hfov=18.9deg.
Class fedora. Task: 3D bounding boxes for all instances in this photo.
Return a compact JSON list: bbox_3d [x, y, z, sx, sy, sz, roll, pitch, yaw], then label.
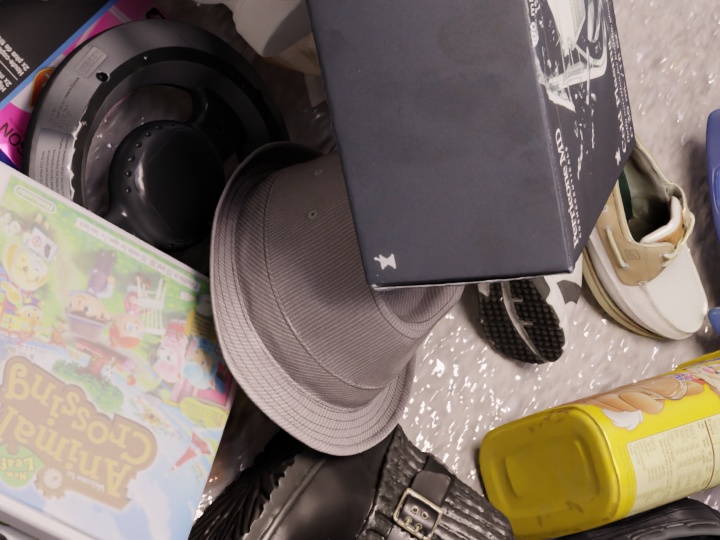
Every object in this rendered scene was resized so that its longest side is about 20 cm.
[{"bbox_3d":[0.000,0.000,1.268,0.177,0.090,0.200,44,37,-26],"label":"fedora"}]

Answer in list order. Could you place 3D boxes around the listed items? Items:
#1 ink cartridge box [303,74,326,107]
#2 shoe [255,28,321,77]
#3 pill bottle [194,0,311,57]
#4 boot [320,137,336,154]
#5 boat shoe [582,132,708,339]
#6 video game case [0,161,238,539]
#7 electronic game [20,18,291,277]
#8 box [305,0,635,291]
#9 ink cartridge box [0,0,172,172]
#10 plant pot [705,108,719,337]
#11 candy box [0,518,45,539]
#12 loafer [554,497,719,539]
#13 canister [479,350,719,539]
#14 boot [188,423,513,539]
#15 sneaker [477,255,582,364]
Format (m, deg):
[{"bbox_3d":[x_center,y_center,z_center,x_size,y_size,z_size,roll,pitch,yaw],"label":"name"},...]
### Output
[{"bbox_3d":[-0.006,-0.227,1.419,0.200,0.045,0.176,-37,125,-42],"label":"ink cartridge box"},{"bbox_3d":[0.013,-0.146,1.379,0.200,0.053,0.070,-4,100,-51],"label":"shoe"},{"bbox_3d":[-0.087,-0.228,1.257,0.200,0.116,0.116,49,55,5],"label":"pill bottle"},{"bbox_3d":[0.051,-0.088,1.401,0.200,0.090,0.073,-39,99,-35],"label":"boot"},{"bbox_3d":[0.187,-0.025,1.464,0.200,0.068,0.075,49,54,-31],"label":"boat shoe"},{"bbox_3d":[-0.163,0.054,1.186,0.200,0.022,0.182,30,60,-23],"label":"video game case"},{"bbox_3d":[-0.117,-0.050,1.295,0.200,0.042,0.200,2,88,-42],"label":"electronic game"},{"bbox_3d":[0.064,-0.121,1.194,0.197,0.124,0.200,-53,135,-60],"label":"box"},{"bbox_3d":[-0.197,-0.112,1.281,0.095,0.037,0.200,48,58,-12],"label":"ink cartridge box"},{"bbox_3d":[0.364,-0.014,1.509,0.200,0.200,0.180,20,72,-41],"label":"plant pot"},{"bbox_3d":[-0.202,0.087,1.201,0.200,0.061,0.137,24,63,-26],"label":"candy box"},{"bbox_3d":[0.168,0.199,1.398,0.200,0.070,0.068,-20,111,-36],"label":"loafer"},{"bbox_3d":[0.194,0.109,1.403,0.200,0.148,0.087,-14,84,-34],"label":"canister"},{"bbox_3d":[-0.006,0.174,1.292,0.158,0.079,0.211,49,55,-12],"label":"boot"},{"bbox_3d":[0.101,-0.035,1.398,0.200,0.074,0.080,76,31,-42],"label":"sneaker"}]
